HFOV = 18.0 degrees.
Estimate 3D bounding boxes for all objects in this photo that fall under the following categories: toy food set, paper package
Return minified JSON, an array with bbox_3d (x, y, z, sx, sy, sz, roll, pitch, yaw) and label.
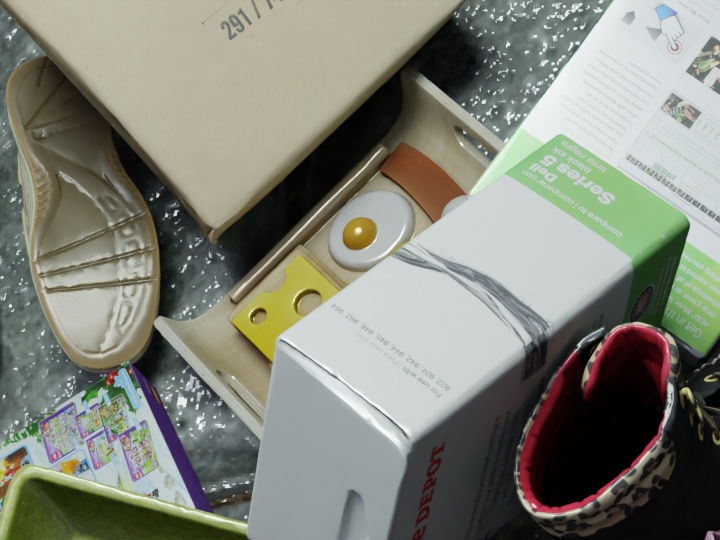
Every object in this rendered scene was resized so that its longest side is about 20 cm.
[{"bbox_3d":[0.000,0.000,1.201,0.200,0.060,0.143,-44,55,-4],"label":"toy food set"},{"bbox_3d":[-0.073,-0.153,1.238,0.200,0.191,0.103,-43,10,-3],"label":"paper package"}]

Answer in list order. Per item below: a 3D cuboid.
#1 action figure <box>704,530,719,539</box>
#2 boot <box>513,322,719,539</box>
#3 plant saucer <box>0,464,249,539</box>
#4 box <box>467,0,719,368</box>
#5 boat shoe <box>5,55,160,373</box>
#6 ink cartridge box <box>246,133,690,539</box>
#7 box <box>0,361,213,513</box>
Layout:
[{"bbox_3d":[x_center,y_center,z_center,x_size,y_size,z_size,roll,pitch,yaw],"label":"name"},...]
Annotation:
[{"bbox_3d":[0.137,0.179,1.013,0.200,0.134,0.149,-45,11,27],"label":"action figure"},{"bbox_3d":[0.150,0.067,1.038,0.073,0.151,0.200,35,80,35],"label":"boot"},{"bbox_3d":[-0.094,0.214,1.089,0.199,0.048,0.201,14,84,12],"label":"plant saucer"},{"bbox_3d":[0.168,-0.071,1.148,0.144,0.036,0.200,36,79,10],"label":"box"},{"bbox_3d":[-0.157,-0.025,1.287,0.072,0.065,0.201,-13,63,-11],"label":"boat shoe"},{"bbox_3d":[0.048,0.052,1.044,0.084,0.146,0.200,37,51,24],"label":"ink cartridge box"},{"bbox_3d":[-0.136,0.162,1.185,0.137,0.039,0.200,-31,55,4],"label":"box"}]
